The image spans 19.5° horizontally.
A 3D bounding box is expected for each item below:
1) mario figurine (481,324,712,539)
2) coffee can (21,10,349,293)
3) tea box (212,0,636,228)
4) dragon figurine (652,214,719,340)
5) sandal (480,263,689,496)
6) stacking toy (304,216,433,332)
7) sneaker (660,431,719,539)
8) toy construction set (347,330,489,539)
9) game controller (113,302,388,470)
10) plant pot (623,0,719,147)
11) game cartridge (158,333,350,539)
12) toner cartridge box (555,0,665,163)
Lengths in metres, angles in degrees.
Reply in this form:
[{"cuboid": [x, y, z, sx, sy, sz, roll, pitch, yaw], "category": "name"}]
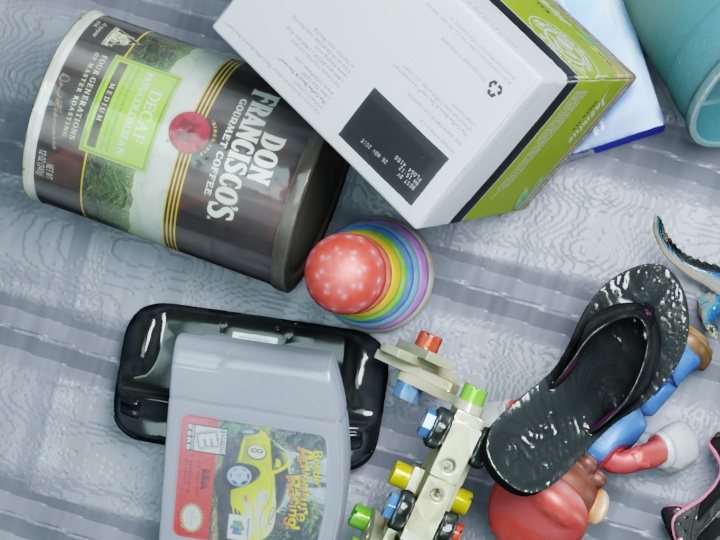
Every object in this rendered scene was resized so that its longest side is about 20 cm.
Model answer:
[{"cuboid": [0.160, 0.115, 1.498, 0.123, 0.106, 0.200, 31, 80, 43], "category": "mario figurine"}, {"cuboid": [-0.119, -0.085, 1.492, 0.200, 0.146, 0.146, 19, 91, 8], "category": "coffee can"}, {"cuboid": [0.047, -0.146, 1.413, 0.200, 0.197, 0.134, 45, 111, 14], "category": "tea box"}, {"cuboid": [0.292, 0.025, 1.478, 0.099, 0.059, 0.200, -35, 85, 5], "category": "dragon figurine"}, {"cuboid": [0.163, 0.073, 1.419, 0.075, 0.048, 0.200, 41, 67, 1], "category": "sandal"}, {"cuboid": [0.000, 0.000, 1.446, 0.085, 0.200, 0.085, 0, 88, 7], "category": "stacking toy"}, {"cuboid": [0.250, 0.204, 1.477, 0.095, 0.079, 0.200, 20, 84, 14], "category": "sneaker"}, {"cuboid": [0.043, 0.144, 1.472, 0.092, 0.131, 0.200, 10, 89, -3], "category": "toy construction set"}, {"cuboid": [-0.081, 0.084, 1.541, 0.200, 0.042, 0.104, 8, 75, 7], "category": "game controller"}, {"cuboid": [0.259, -0.219, 1.430, 0.200, 0.200, 0.188, -34, 70, 5], "category": "plant pot"}, {"cuboid": [-0.075, 0.149, 1.507, 0.133, 0.041, 0.200, 6, 107, 4], "category": "game cartridge"}, {"cuboid": [0.145, -0.182, 1.511, 0.095, 0.043, 0.200, -18, 86, 6], "category": "toner cartridge box"}]
